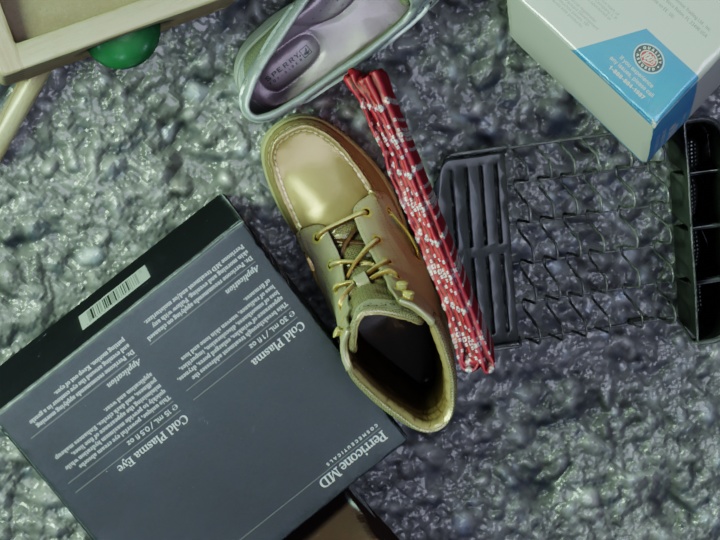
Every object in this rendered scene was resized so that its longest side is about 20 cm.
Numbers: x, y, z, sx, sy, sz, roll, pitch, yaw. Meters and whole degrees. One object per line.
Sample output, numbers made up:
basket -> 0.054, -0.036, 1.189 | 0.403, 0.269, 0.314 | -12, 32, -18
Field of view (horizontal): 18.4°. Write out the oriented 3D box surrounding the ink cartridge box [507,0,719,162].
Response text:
ink cartridge box -> 0.205, -0.191, 1.395 | 0.129, 0.125, 0.200 | 44, 87, 10

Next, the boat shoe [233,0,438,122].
boat shoe -> 0.000, -0.169, 1.392 | 0.202, 0.065, 0.075 | -39, 107, 12

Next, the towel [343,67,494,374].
towel -> 0.039, -0.035, 1.390 | 0.022, 0.145, 0.202 | -22, 93, 5

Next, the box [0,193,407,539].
box -> -0.107, 0.088, 1.421 | 0.199, 0.104, 0.183 | -37, 106, -2

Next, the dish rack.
dish rack -> 0.146, -0.020, 1.479 | 0.198, 0.055, 0.155 | -8, 102, -10

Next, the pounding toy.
pounding toy -> -0.178, -0.187, 1.347 | 0.183, 0.142, 0.202 | -20, 95, -8

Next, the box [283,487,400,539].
box -> -0.027, 0.270, 1.444 | 0.200, 0.166, 0.164 | -42, 106, 0

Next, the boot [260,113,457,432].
boot -> 0.000, 0.000, 1.394 | 0.072, 0.156, 0.201 | -27, 101, 6
